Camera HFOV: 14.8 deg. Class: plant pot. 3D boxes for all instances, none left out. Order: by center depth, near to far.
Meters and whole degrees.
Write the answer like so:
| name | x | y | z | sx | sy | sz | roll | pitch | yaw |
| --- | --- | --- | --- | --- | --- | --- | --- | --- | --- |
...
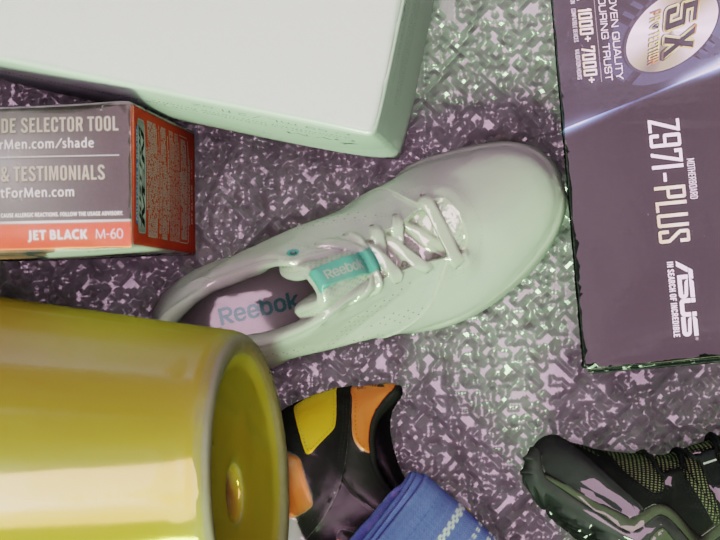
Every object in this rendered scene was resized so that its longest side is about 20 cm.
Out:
| name | x | y | z | sx | sy | sz | roll | pitch | yaw |
| --- | --- | --- | --- | --- | --- | --- | --- | --- | --- |
| plant pot | -0.137 | 0.096 | 1.180 | 0.189 | 0.201 | 0.201 | -3 | 88 | 13 |

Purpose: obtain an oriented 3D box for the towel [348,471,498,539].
| name | x | y | z | sx | sy | sz | roll | pitch | yaw |
| --- | --- | --- | --- | --- | --- | --- | --- | --- | --- |
| towel | 0.048 | 0.204 | 1.220 | 0.200 | 0.024 | 0.145 | 46 | 67 | -14 |

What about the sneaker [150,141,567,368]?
| name | x | y | z | sx | sy | sz | roll | pitch | yaw |
| --- | --- | --- | --- | --- | --- | --- | --- | --- | --- |
| sneaker | 0.000 | 0.000 | 1.244 | 0.200 | 0.088 | 0.075 | -24 | 86 | 2 |

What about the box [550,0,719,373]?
| name | x | y | z | sx | sy | sz | roll | pitch | yaw |
| --- | --- | --- | --- | --- | --- | --- | --- | --- | --- |
| box | 0.130 | -0.041 | 1.180 | 0.086 | 0.200 | 0.164 | -5 | 87 | 5 |

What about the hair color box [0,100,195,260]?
| name | x | y | z | sx | sy | sz | roll | pitch | yaw |
| --- | --- | --- | --- | --- | --- | --- | --- | --- | --- |
| hair color box | -0.137 | -0.035 | 1.198 | 0.111 | 0.200 | 0.064 | -1 | 88 | 4 |

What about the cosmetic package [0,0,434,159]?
| name | x | y | z | sx | sy | sz | roll | pitch | yaw |
| --- | --- | --- | --- | --- | --- | --- | --- | --- | --- |
| cosmetic package | -0.072 | -0.127 | 1.196 | 0.199 | 0.200 | 0.123 | 12 | 92 | 4 |

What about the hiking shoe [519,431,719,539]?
| name | x | y | z | sx | sy | sz | roll | pitch | yaw |
| --- | --- | --- | --- | --- | --- | --- | --- | --- | --- |
| hiking shoe | 0.172 | 0.095 | 1.245 | 0.200 | 0.076 | 0.101 | 18 | 81 | -5 |

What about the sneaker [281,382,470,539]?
| name | x | y | z | sx | sy | sz | roll | pitch | yaw |
| --- | --- | --- | --- | --- | --- | --- | --- | --- | --- |
| sneaker | 0.016 | 0.146 | 1.247 | 0.090 | 0.070 | 0.200 | -23 | 85 | 6 |
